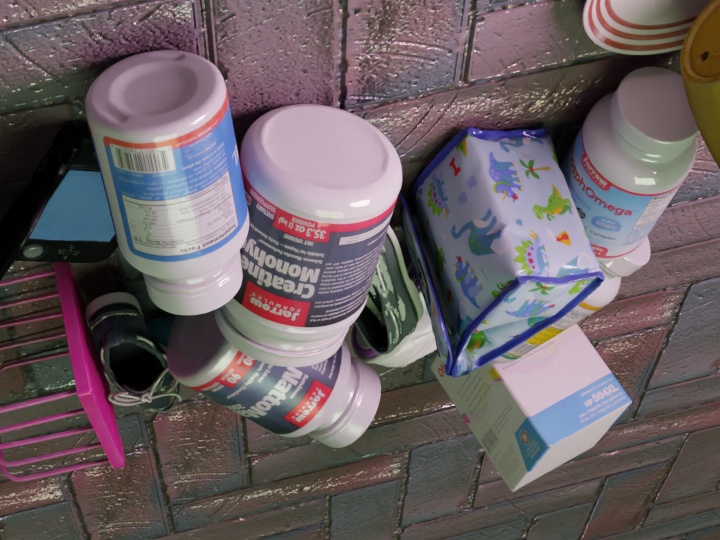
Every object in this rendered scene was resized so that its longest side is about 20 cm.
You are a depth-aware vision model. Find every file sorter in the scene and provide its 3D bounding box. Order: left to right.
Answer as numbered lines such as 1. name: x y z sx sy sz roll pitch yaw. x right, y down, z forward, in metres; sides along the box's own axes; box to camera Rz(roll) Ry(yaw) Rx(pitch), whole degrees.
1. file sorter: -0.313 0.106 1.713 0.124 0.140 0.200 -13 155 -4

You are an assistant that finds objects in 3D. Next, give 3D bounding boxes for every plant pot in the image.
1. plant pot: 0.352 -0.163 1.493 0.142 0.201 0.200 33 130 -28

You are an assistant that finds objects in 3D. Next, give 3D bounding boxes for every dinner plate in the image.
1. dinner plate: 0.278 -0.247 1.487 0.198 0.024 0.201 -13 155 -6

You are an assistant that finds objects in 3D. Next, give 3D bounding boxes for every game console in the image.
1. game console: -0.251 -0.022 1.517 0.175 0.117 0.200 2 150 -34

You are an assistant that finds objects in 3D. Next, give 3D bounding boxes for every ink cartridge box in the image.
1. ink cartridge box: 0.180 0.115 1.984 0.125 0.201 0.129 -24 160 -27

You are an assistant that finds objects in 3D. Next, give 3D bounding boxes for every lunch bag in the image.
1. lunch bag: 0.113 -0.016 1.684 0.126 0.171 0.200 -2 153 -30

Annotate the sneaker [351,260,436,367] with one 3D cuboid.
1. sneaker: 0.080 0.023 1.825 0.200 0.075 0.099 -43 146 14

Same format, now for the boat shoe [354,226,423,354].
1. boat shoe: 0.000 0.000 1.691 0.072 0.062 0.201 9 143 38

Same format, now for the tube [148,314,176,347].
1. tube: -0.115 0.053 1.811 0.198 0.051 0.077 -13 175 2

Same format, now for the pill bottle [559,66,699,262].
1. pill bottle: 0.249 -0.100 1.668 0.108 0.109 0.200 -8 153 -16

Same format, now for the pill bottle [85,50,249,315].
1. pill bottle: -0.148 -0.065 1.423 0.111 0.113 0.201 -13 133 -7

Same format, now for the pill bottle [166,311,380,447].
1. pill bottle: -0.079 0.094 1.738 0.199 0.120 0.119 31 130 -33

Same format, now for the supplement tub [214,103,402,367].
1. supplement tub: -0.050 -0.029 1.542 0.139 0.141 0.201 -4 134 -23

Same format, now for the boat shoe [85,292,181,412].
1. boat shoe: -0.216 0.095 1.741 0.074 0.062 0.201 -15 147 -4

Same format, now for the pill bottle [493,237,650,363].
1. pill bottle: 0.198 0.005 1.845 0.200 0.114 0.112 -34 149 34
